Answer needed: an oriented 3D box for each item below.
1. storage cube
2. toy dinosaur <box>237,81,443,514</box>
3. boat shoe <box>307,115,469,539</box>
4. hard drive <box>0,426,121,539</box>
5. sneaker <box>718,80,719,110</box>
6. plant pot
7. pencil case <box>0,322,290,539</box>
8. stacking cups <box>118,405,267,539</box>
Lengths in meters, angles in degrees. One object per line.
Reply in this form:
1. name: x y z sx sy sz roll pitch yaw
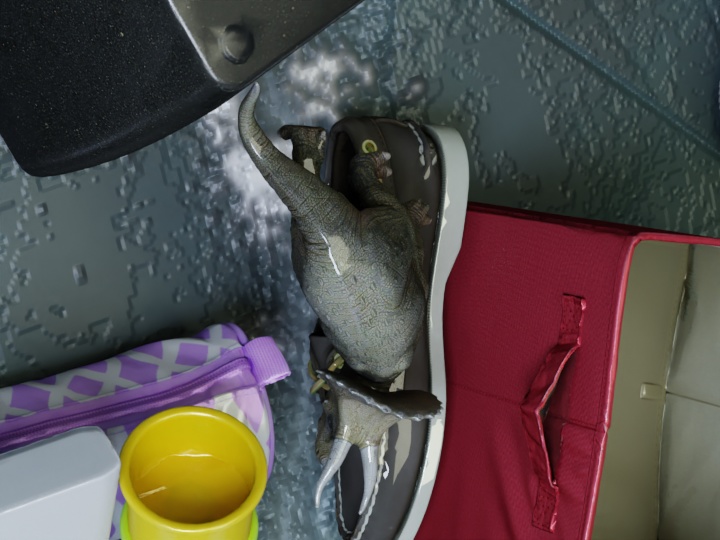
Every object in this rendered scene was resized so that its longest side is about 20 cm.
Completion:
1. storage cube: 0.130 0.064 1.021 0.199 0.179 0.173 6 94 -29
2. toy dinosaur: 0.000 0.000 0.911 0.076 0.103 0.201 -12 138 -3
3. boat shoe: 0.004 0.030 1.010 0.060 0.072 0.203 7 86 -26
4. hard drive: -0.168 0.148 0.879 0.131 0.027 0.201 -18 147 -26
5. sneaker: 0.231 -0.144 1.088 0.075 0.114 0.202 -12 102 -28
6. plant pot: -0.073 -0.167 0.877 0.199 0.177 0.201 -38 112 -21
7. pencil case: -0.132 0.078 0.927 0.199 0.084 0.086 -15 145 -29
8. stacking cups: -0.074 0.136 0.932 0.060 0.061 0.201 -27 150 -24
